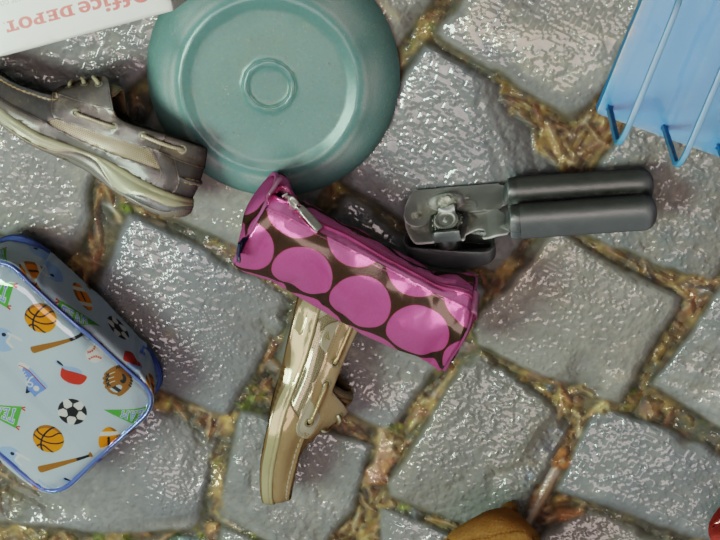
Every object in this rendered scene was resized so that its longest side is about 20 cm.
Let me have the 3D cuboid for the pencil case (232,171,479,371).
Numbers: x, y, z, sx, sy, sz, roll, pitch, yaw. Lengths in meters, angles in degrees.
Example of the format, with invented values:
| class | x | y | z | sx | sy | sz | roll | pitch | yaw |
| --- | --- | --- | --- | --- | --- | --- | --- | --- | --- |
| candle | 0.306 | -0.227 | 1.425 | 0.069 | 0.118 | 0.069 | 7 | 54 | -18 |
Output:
| class | x | y | z | sx | sy | sz | roll | pitch | yaw |
| --- | --- | --- | --- | --- | --- | --- | --- | --- | --- |
| pencil case | 0.000 | 0.000 | 1.505 | 0.199 | 0.091 | 0.094 | 26 | 137 | -9 |

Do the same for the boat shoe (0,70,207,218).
| class | x | y | z | sx | sy | sz | roll | pitch | yaw |
| --- | --- | --- | --- | --- | --- | --- | --- | --- | --- |
| boat shoe | -0.207 | -0.114 | 1.510 | 0.199 | 0.074 | 0.074 | 30 | 94 | -1 |

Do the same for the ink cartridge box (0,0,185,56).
| class | x | y | z | sx | sy | sz | roll | pitch | yaw |
| --- | --- | --- | --- | --- | --- | --- | --- | --- | --- |
| ink cartridge box | -0.222 | -0.273 | 1.431 | 0.146 | 0.083 | 0.201 | -14 | 105 | 9 |

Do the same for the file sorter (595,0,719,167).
| class | x | y | z | sx | sy | sz | roll | pitch | yaw |
| --- | --- | --- | --- | --- | --- | --- | --- | --- | --- |
| file sorter | 0.296 | -0.132 | 1.444 | 0.199 | 0.123 | 0.139 | 19 | 112 | -5 |

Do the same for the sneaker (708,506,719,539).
| class | x | y | z | sx | sy | sz | roll | pitch | yaw |
| --- | --- | --- | --- | --- | --- | --- | --- | --- | --- |
| sneaker | 0.395 | 0.214 | 1.599 | 0.199 | 0.078 | 0.116 | -25 | 107 | 13 |

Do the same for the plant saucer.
| class | x | y | z | sx | sy | sz | roll | pitch | yaw |
| --- | --- | --- | --- | --- | --- | --- | --- | --- | --- |
| plant saucer | -0.069 | -0.147 | 1.506 | 0.199 | 0.036 | 0.201 | 1 | 111 | 3 |

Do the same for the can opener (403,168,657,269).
| class | x | y | z | sx | sy | sz | roll | pitch | yaw |
| --- | --- | --- | --- | --- | --- | --- | --- | --- | --- |
| can opener | 0.132 | -0.040 | 1.538 | 0.199 | 0.054 | 0.067 | -4 | 143 | 4 |

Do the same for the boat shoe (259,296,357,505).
| class | x | y | z | sx | sy | sz | roll | pitch | yaw |
| --- | --- | --- | --- | --- | --- | --- | --- | --- | --- |
| boat shoe | -0.038 | 0.104 | 1.583 | 0.064 | 0.071 | 0.201 | 13 | 110 | -3 |

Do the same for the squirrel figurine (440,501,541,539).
| class | x | y | z | sx | sy | sz | roll | pitch | yaw |
| --- | --- | --- | --- | --- | --- | --- | --- | --- | --- |
| squirrel figurine | 0.131 | 0.292 | 1.632 | 0.199 | 0.142 | 0.188 | 9 | 102 | -15 |

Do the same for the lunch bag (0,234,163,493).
| class | x | y | z | sx | sy | sz | roll | pitch | yaw |
| --- | --- | --- | --- | --- | --- | --- | --- | --- | --- |
| lunch bag | -0.273 | 0.076 | 1.579 | 0.160 | 0.076 | 0.200 | -40 | 105 | 19 |
